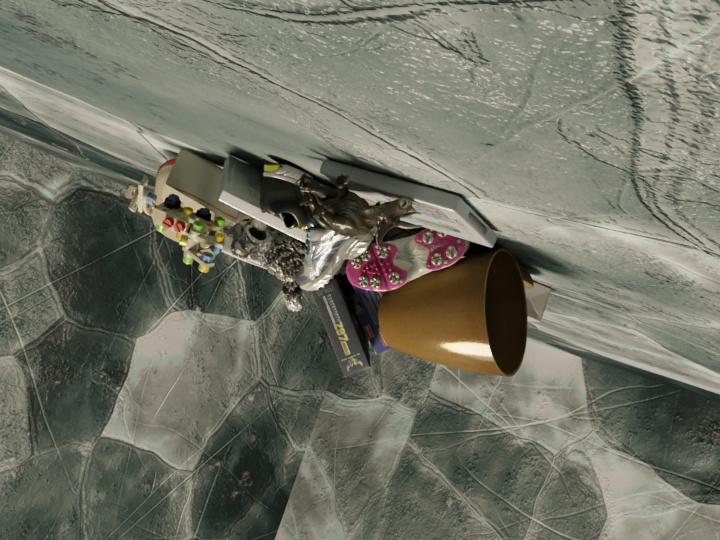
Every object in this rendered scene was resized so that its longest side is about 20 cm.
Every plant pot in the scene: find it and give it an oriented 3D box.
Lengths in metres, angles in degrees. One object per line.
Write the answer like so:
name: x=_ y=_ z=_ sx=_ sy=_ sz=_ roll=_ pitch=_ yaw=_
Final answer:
plant pot: x=0.133 y=0.070 z=1.316 sx=0.197 sy=0.190 sz=0.186 roll=-6 pitch=164 yaw=29
plant pot: x=0.199 y=-0.016 z=1.439 sx=0.197 sy=0.028 sz=0.200 roll=20 pitch=177 yaw=1

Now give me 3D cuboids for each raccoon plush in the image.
raccoon plush: x=-0.155 y=-0.004 z=1.420 sx=0.132 sy=0.203 sz=0.097 roll=-12 pitch=-156 yaw=-23

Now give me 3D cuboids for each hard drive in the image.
hard drive: x=-0.130 y=-0.105 z=1.375 sx=0.198 sy=0.027 sz=0.133 roll=26 pitch=-155 yaw=-18

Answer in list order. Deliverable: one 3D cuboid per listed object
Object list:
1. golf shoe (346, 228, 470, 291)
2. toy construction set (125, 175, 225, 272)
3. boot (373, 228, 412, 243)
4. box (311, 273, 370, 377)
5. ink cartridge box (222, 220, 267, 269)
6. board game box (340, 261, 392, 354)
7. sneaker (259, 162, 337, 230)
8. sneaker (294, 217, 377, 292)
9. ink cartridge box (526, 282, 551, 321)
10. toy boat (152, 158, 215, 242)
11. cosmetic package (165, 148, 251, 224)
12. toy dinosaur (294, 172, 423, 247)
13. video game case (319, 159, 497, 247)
golf shoe: x=0.075 y=-0.017 z=1.285 sx=0.197 sy=0.077 sz=0.091 roll=-15 pitch=177 yaw=24
toy construction set: x=-0.314 y=-0.081 z=1.475 sx=0.199 sy=0.093 sz=0.131 roll=36 pitch=-156 yaw=0
boot: x=0.071 y=-0.014 z=1.460 sx=0.212 sy=0.079 sz=0.158 roll=49 pitch=-178 yaw=-29
box: x=-0.032 y=0.072 z=1.446 sx=0.050 sy=0.160 sz=0.200 roll=-20 pitch=-170 yaw=4
ink cartridge box: x=-0.165 y=-0.079 z=1.573 sx=0.083 sy=0.147 sz=0.198 roll=23 pitch=175 yaw=-43
board game box: x=0.000 y=0.000 z=1.460 sx=0.201 sy=0.061 sz=0.202 roll=-109 pitch=-5 yaw=-51
sneaker: x=-0.081 y=-0.097 z=1.317 sx=0.198 sy=0.086 sz=0.074 roll=23 pitch=175 yaw=-40
sneaker: x=-0.049 y=-0.045 z=1.290 sx=0.086 sy=0.078 sz=0.200 roll=41 pitch=133 yaw=-9
ink cartridge box: x=0.265 y=0.044 z=1.635 sx=0.115 sy=0.069 sz=0.200 roll=21 pitch=175 yaw=-11
toy boat: x=-0.341 y=-0.152 z=1.725 sx=0.129 sy=0.132 sz=0.201 roll=20 pitch=134 yaw=-3
cosmetic package: x=-0.236 y=-0.135 z=1.503 sx=0.199 sy=0.074 sz=0.103 roll=28 pitch=-177 yaw=37
toy dinosaur: x=-0.026 y=-0.073 z=1.088 sx=0.198 sy=0.078 sz=0.102 roll=9 pitch=155 yaw=48
video game case: x=0.067 y=-0.087 z=1.136 sx=0.197 sy=0.024 sz=0.182 roll=19 pitch=176 yaw=27
